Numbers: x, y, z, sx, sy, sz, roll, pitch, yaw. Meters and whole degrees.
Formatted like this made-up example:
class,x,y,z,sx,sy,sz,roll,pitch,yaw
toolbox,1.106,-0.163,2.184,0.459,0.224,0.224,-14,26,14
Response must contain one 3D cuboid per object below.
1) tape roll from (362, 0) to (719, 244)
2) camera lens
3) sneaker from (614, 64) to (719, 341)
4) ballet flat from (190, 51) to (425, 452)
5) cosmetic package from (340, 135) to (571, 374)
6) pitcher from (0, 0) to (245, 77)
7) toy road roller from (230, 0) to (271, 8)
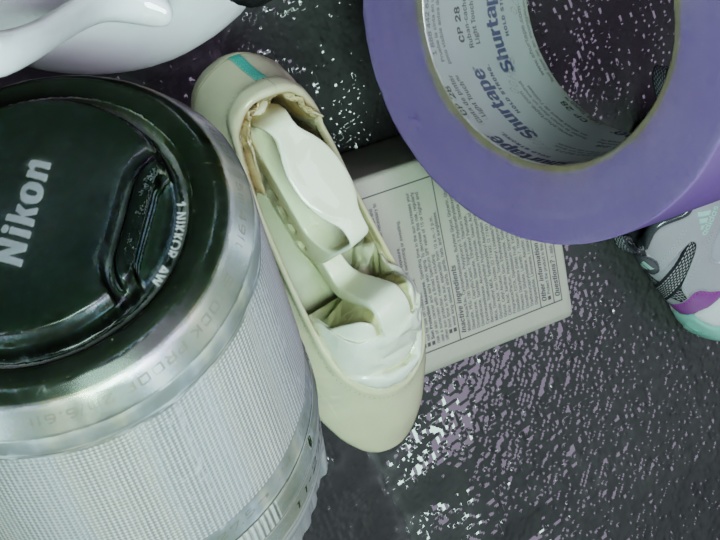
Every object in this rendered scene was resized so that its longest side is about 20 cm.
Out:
class,x,y,z,sx,sy,sz,roll,pitch,yaw
tape roll,0.102,-0.117,1.003,0.085,0.199,0.202,-16,104,-49
camera lens,-0.103,0.036,0.892,0.160,0.159,0.201,-50,151,-22
sneaker,0.203,-0.077,1.229,0.140,0.078,0.201,41,70,-33
ballet flat,-0.012,-0.002,0.990,0.069,0.069,0.201,-40,115,-27
cosmetic package,0.000,0.000,1.085,0.199,0.073,0.104,-18,104,-34
pitcher,-0.129,-0.126,0.920,0.199,0.172,0.122,-4,130,-35
toy road roller,-0.014,-0.208,0.914,0.146,0.122,0.201,-26,91,-61
